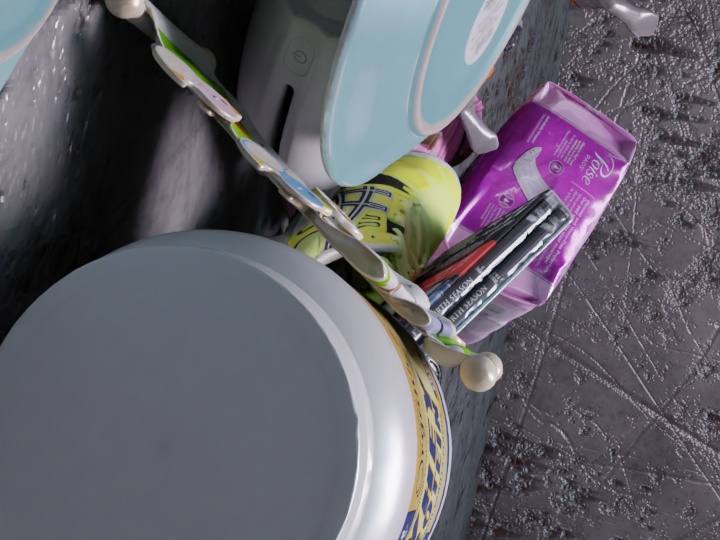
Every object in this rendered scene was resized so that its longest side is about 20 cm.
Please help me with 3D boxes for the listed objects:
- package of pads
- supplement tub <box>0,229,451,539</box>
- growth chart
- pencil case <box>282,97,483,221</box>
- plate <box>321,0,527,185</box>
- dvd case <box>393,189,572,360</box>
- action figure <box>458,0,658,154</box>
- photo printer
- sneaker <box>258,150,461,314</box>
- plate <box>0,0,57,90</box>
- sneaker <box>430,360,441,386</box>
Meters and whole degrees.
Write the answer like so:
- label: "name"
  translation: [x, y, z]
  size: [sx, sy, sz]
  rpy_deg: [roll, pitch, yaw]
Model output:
- label: "package of pads"
  translation: [0.085, -0.026, 1.043]
  size: [0.121, 0.075, 0.200]
  rpy_deg: [-57, -178, -12]
- label: "supplement tub"
  translation: [-0.045, 0.064, 0.618]
  size: [0.200, 0.143, 0.146]
  rpy_deg: [36, 67, -80]
- label: "growth chart"
  translation: [-0.016, -0.025, 0.646]
  size: [0.018, 0.200, 0.145]
  rpy_deg: [-43, 180, 2]
- label: "pencil case"
  translation: [0.018, -0.068, 1.004]
  size: [0.083, 0.086, 0.200]
  rpy_deg: [-63, 179, 22]
- label: "plate"
  translation: [0.045, -0.120, 0.681]
  size: [0.201, 0.025, 0.201]
  rpy_deg: [-58, 166, -22]
- label: "dvd case"
  translation: [0.003, 0.046, 0.820]
  size: [0.200, 0.022, 0.146]
  rpy_deg: [-42, -177, -21]
- label: "action figure"
  translation: [0.083, -0.192, 0.940]
  size: [0.104, 0.194, 0.200]
  rpy_deg: [11, 135, -47]
- label: "photo printer"
  translation: [0.012, -0.134, 0.793]
  size: [0.201, 0.069, 0.167]
  rpy_deg: [-57, 175, -22]
- label: "sneaker"
  translation: [0.000, 0.000, 0.829]
  size: [0.200, 0.076, 0.076]
  rpy_deg: [-38, 123, -47]
- label: "plate"
  translation: [-0.096, -0.121, 0.444]
  size: [0.200, 0.025, 0.202]
  rpy_deg: [12, 90, -82]
- label: "sneaker"
  translation: [0.005, 0.057, 1.059]
  size: [0.200, 0.097, 0.072]
  rpy_deg: [-47, 146, -75]
